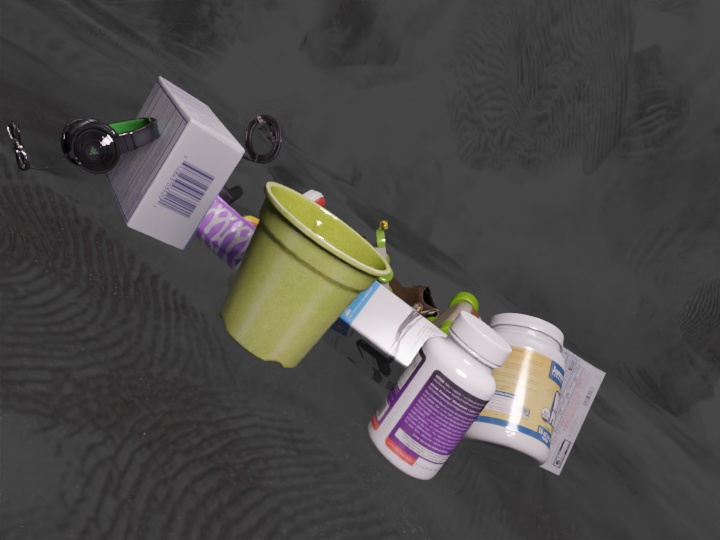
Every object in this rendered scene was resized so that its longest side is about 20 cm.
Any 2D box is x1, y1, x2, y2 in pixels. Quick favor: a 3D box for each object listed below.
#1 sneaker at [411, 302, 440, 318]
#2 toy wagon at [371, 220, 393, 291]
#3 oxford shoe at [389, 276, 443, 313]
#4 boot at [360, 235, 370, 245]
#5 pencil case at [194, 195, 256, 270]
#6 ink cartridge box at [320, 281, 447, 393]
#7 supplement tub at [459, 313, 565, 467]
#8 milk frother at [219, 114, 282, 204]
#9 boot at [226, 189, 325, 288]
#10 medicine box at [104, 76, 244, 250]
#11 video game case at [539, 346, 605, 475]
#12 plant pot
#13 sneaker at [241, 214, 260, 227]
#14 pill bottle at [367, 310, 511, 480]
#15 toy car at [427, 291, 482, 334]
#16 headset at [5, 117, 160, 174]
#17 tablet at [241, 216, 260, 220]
[{"bbox_3d":[0.160,0.127,1.595,0.198,0.076,0.070,24,15,-45],"label":"sneaker"},{"bbox_3d":[0.043,0.004,1.500,0.039,0.205,0.155,-6,11,0],"label":"toy wagon"},{"bbox_3d":[0.125,0.063,1.737,0.072,0.085,0.200,19,18,-48],"label":"oxford shoe"},{"bbox_3d":[0.000,0.000,1.484,0.097,0.075,0.200,42,-23,-5],"label":"boot"},{"bbox_3d":[-0.211,-0.061,1.231,0.199,0.086,0.084,37,24,14],"label":"pencil case"},{"bbox_3d":[0.042,0.109,1.143,0.199,0.084,0.146,37,-24,8],"label":"ink cartridge box"},{"bbox_3d":[0.237,0.185,1.177,0.142,0.204,0.145,15,-21,6],"label":"supplement tub"},{"bbox_3d":[-0.273,-0.249,1.525,0.179,0.201,0.188,38,11,-3],"label":"milk frother"},{"bbox_3d":[-0.085,-0.010,1.143,0.143,0.201,0.073,36,-13,8],"label":"boot"},{"bbox_3d":[-0.292,-0.167,1.168,0.102,0.184,0.200,26,15,-39],"label":"medicine box"},{"bbox_3d":[0.318,0.232,1.318,0.179,0.203,0.045,28,-4,-32],"label":"video game case"},{"bbox_3d":[-0.090,0.018,1.014,0.198,0.186,0.201,33,12,-8],"label":"plant pot"},{"bbox_3d":[-0.145,-0.022,1.352,0.198,0.070,0.091,25,30,-43],"label":"sneaker"},{"bbox_3d":[0.105,0.157,0.980,0.110,0.202,0.112,33,11,-8],"label":"pill bottle"},{"bbox_3d":[0.192,0.172,1.368,0.201,0.157,0.164,49,26,-4],"label":"toy car"},{"bbox_3d":[-0.379,-0.187,1.053,0.197,0.096,0.123,-25,26,-27],"label":"headset"},{"bbox_3d":[-0.186,-0.066,1.513,0.129,0.014,0.200,39,11,14],"label":"tablet"}]
